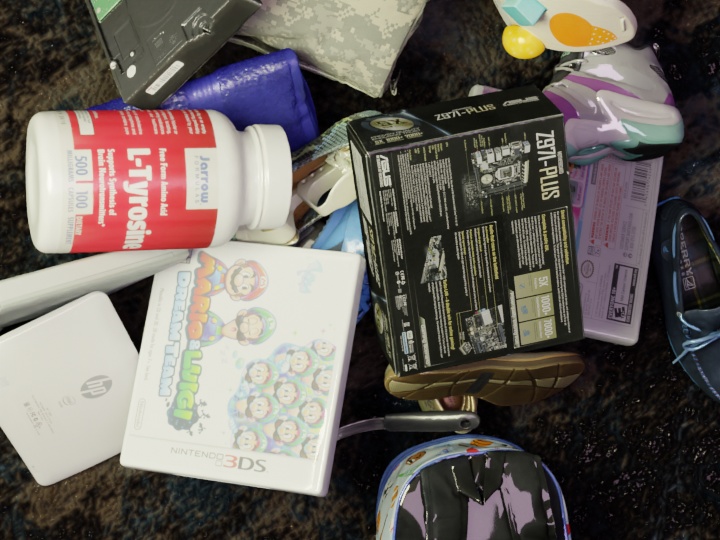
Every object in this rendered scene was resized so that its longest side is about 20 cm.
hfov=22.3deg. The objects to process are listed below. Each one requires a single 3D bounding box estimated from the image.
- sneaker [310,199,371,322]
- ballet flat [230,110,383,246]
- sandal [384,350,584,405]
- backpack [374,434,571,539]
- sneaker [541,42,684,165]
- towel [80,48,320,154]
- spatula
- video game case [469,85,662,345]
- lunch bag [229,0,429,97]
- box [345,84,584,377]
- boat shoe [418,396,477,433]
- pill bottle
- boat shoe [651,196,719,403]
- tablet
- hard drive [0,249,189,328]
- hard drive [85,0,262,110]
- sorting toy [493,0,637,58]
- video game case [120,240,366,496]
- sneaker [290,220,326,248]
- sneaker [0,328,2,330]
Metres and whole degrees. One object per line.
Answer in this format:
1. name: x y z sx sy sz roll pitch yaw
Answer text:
1. sneaker: 0.000 0.000 1.554 0.066 0.078 0.200 41 74 -51
2. ballet flat: -0.052 -0.061 1.537 0.200 0.074 0.074 -37 100 16
3. sandal: 0.109 0.078 1.579 0.200 0.080 0.054 3 60 -28
4. backpack: 0.098 0.240 1.599 0.200 0.154 0.191 -5 103 -16
5. sneaker: 0.174 -0.160 1.583 0.200 0.078 0.140 -6 77 -20
6. towel: -0.134 -0.108 1.546 0.200 0.050 0.148 -17 135 -3
7. spatula: 0.006 0.138 1.602 0.200 0.021 0.057 -7 122 9
8. video game case: 0.170 -0.049 1.613 0.182 0.024 0.200 12 77 -10
9. lunch bag: -0.036 -0.251 1.537 0.200 0.139 0.168 20 103 -7
10. box: 0.086 -0.033 1.488 0.164 0.086 0.200 -12 113 -7
11. boat shoe: 0.063 0.047 1.618 0.073 0.063 0.200 -23 98 -6
12. pill bottle: -0.161 -0.072 1.455 0.200 0.112 0.112 -3 96 -16
13. boat shoe: 0.307 0.034 1.652 0.084 0.069 0.200 -28 99 -5
14. tablet: -0.243 0.103 1.536 0.130 0.014 0.200 -26 142 -6
15. hard drive: -0.253 0.017 1.482 0.200 0.132 0.026 -19 88 -47
16. hard drive: -0.164 -0.245 1.484 0.140 0.200 0.038 -41 145 25
17. sorting toy: 0.126 -0.283 1.509 0.107 0.180 0.200 -29 65 7
18. video game case: -0.098 0.075 1.513 0.182 0.024 0.200 6 79 20
19. sneaker: -0.079 0.055 1.601 0.200 0.075 0.116 -43 113 -3
20. sneaker: -0.348 -0.001 1.546 0.114 0.075 0.200 9 100 -10
